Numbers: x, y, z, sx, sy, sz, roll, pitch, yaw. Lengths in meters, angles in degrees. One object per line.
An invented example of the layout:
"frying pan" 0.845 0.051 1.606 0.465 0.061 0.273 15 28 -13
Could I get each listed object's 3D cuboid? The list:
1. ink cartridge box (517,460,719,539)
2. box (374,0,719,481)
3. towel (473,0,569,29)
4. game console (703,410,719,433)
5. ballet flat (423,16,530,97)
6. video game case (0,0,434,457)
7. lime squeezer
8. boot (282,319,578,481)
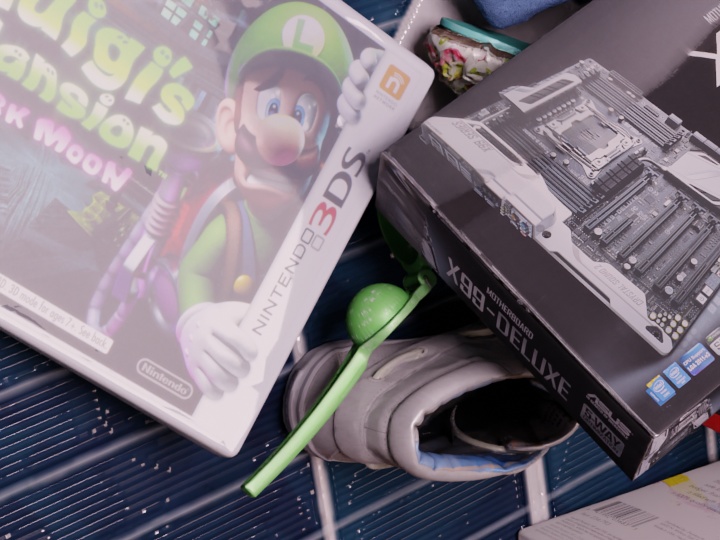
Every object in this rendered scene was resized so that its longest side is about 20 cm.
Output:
"ink cartridge box" 0.192 0.147 0.968 0.199 0.116 0.067 -14 108 -27
"box" 0.131 -0.037 0.787 0.200 0.158 0.050 -36 161 -19
"towel" 0.057 -0.206 0.806 0.200 0.111 0.049 60 20 -28
"game console" 0.183 -0.027 0.919 0.177 0.031 0.201 25 81 -41
"ballet flat" 0.107 -0.068 0.898 0.200 0.076 0.064 7 107 -38
"video game case" -0.085 -0.052 0.747 0.200 0.023 0.182 33 78 -27
"lime squeezer" 0.000 0.000 0.813 0.070 0.038 0.201 16 78 -34
"boot" 0.069 0.060 0.876 0.200 0.095 0.074 -9 106 -38
